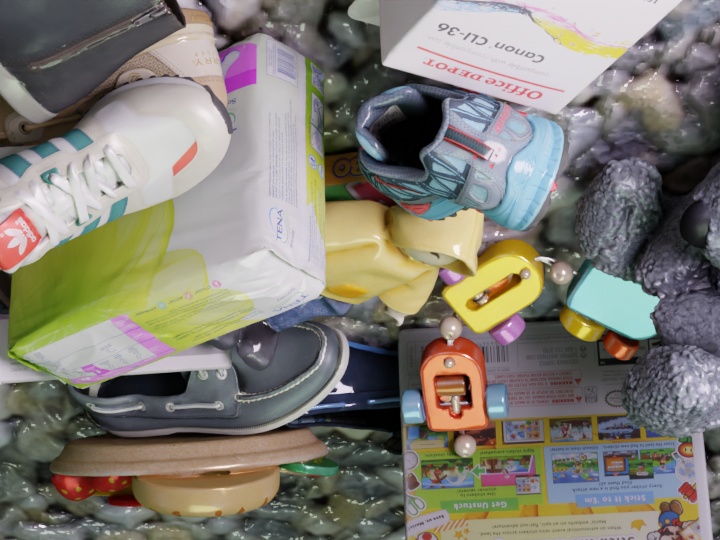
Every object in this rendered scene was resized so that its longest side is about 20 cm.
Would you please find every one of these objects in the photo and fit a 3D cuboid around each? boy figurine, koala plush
[{"bbox_3d":[0.000,0.000,1.590,0.199,0.065,0.124,-20,143,33],"label":"boy figurine"},{"bbox_3d":[0.243,-0.026,1.519,0.183,0.178,0.200,-7,151,-14],"label":"koala plush"}]

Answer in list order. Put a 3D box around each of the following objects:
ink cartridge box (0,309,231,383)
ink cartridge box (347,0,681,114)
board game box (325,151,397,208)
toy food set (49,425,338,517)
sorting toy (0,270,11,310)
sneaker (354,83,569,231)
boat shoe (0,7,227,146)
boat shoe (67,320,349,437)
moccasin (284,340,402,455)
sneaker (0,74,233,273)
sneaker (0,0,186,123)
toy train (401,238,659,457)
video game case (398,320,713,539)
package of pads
[{"bbox_3d":[-0.210,0.046,1.640,0.176,0.045,0.199,-2,180,42],"label":"ink cartridge box"},{"bbox_3d":[0.087,-0.150,1.381,0.116,0.068,0.200,14,146,-26],"label":"ink cartridge box"},{"bbox_3d":[-0.031,-0.035,1.616,0.199,0.030,0.096,-5,149,11],"label":"board game box"},{"bbox_3d":[-0.113,0.136,1.802,0.199,0.049,0.198,-4,-179,35],"label":"toy food set"},{"bbox_3d":[-0.309,0.019,1.680,0.199,0.037,0.185,-11,149,16],"label":"sorting toy"},{"bbox_3d":[0.037,-0.078,1.453,0.095,0.080,0.200,24,174,-24],"label":"sneaker"},{"bbox_3d":[-0.164,-0.082,1.467,0.199,0.065,0.071,-22,169,29],"label":"boat shoe"},{"bbox_3d":[-0.104,0.068,1.742,0.199,0.073,0.062,-11,153,26],"label":"boat shoe"},{"bbox_3d":[0.028,0.099,1.803,0.199,0.068,0.081,8,148,-17],"label":"moccasin"},{"bbox_3d":[-0.160,-0.037,1.407,0.199,0.094,0.071,-17,120,22],"label":"sneaker"},{"bbox_3d":[-0.180,-0.168,1.353,0.106,0.075,0.200,-29,138,13],"label":"sneaker"},{"bbox_3d":[0.118,0.039,1.682,0.199,0.056,0.151,-8,121,12],"label":"toy train"},{"bbox_3d":[0.127,0.119,1.728,0.199,0.183,0.023,-3,153,2],"label":"video game case"},{"bbox_3d":[-0.112,-0.029,1.491,0.199,0.155,0.068,-22,144,30],"label":"package of pads"}]
